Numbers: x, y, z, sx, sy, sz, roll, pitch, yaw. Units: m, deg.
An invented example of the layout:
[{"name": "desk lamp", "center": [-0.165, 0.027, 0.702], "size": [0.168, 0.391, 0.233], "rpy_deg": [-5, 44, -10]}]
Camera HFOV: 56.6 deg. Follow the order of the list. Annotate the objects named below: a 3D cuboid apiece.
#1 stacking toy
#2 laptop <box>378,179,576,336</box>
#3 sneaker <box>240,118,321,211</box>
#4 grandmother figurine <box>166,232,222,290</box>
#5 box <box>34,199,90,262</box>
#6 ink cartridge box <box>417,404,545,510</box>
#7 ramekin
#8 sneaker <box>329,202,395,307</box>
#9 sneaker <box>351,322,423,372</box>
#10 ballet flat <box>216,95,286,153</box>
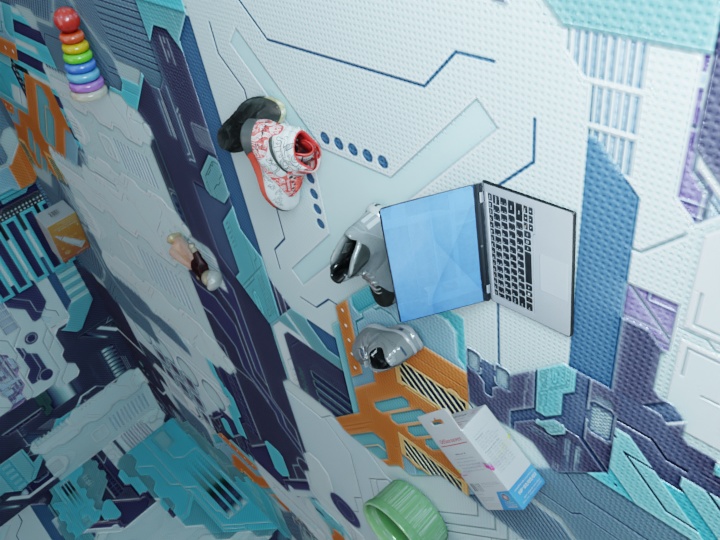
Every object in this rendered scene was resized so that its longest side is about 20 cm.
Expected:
[{"name": "stacking toy", "center": [-0.636, -0.488, 1.504], "size": [0.085, 0.085, 0.202], "rpy_deg": [30, 137, 37]}, {"name": "laptop", "center": [0.144, 0.003, 0.814], "size": [0.199, 0.116, 0.189], "rpy_deg": [27, 143, 40]}, {"name": "sneaker", "center": [-0.109, -0.156, 1.069], "size": [0.107, 0.068, 0.202], "rpy_deg": [12, 151, 23]}, {"name": "grandmother figurine", "center": [-0.423, -0.014, 1.723], "size": [0.199, 0.060, 0.122], "rpy_deg": [38, 157, 31]}, {"name": "box", "center": [-1.165, -0.153, 2.625], "size": [0.097, 0.124, 0.201], "rpy_deg": [37, 148, 27]}, {"name": "ink cartridge box", "center": [0.197, 0.296, 1.113], "size": [0.201, 0.068, 0.115], "rpy_deg": [52, 152, 2]}, {"name": "ramekin", "center": [0.107, 0.581, 1.538], "size": [0.199, 0.097, 0.201], "rpy_deg": [37, 148, 28]}, {"name": "sneaker", "center": [0.000, 0.000, 1.029], "size": [0.075, 0.115, 0.202], "rpy_deg": [31, 144, 35]}, {"name": "sneaker", "center": [0.026, 0.140, 1.182], "size": [0.075, 0.082, 0.200], "rpy_deg": [55, 152, -4]}, {"name": "ballet flat", "center": [-0.177, -0.245, 1.111], "size": [0.199, 0.056, 0.067], "rpy_deg": [-10, 100, 53]}]
